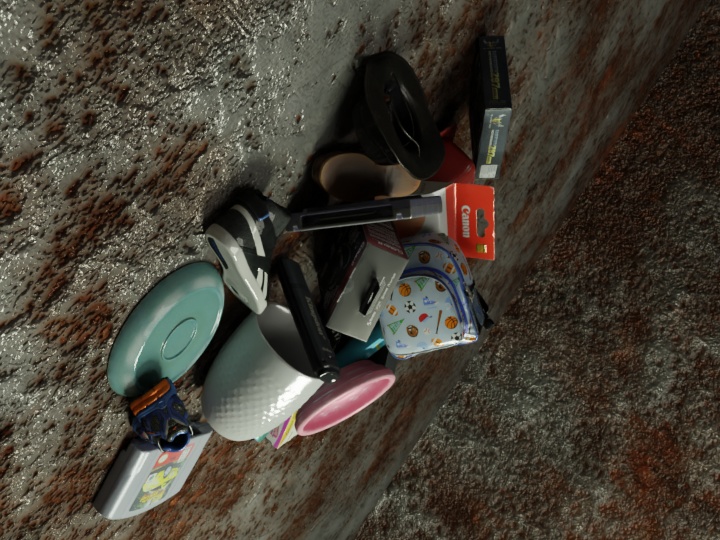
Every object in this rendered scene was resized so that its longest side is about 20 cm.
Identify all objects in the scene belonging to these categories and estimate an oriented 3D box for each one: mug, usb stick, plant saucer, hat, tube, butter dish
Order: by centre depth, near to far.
[{"bbox_3d":[-0.239,0.083,1.081,0.200,0.027,0.201,-48,160,-23],"label":"plant saucer"},{"bbox_3d":[0.037,-0.203,1.181,0.080,0.204,0.200,-22,179,30],"label":"hat"},{"bbox_3d":[-0.078,0.068,1.219,0.032,0.203,0.055,-30,150,12],"label":"usb stick"},{"bbox_3d":[-0.149,0.149,1.268,0.176,0.147,0.201,-47,-165,20],"label":"mug"},{"bbox_3d":[-0.034,0.219,1.489,0.198,0.051,0.201,-27,161,-10],"label":"plant saucer"},{"bbox_3d":[-0.031,0.164,1.505,0.199,0.051,0.078,-41,158,-6],"label":"tube"},{"bbox_3d":[0.142,-0.127,1.510,0.199,0.147,0.202,-37,154,-42],"label":"butter dish"}]

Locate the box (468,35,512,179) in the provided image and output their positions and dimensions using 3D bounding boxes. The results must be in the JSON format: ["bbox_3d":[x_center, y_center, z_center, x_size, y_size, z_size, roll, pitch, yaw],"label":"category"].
[{"bbox_3d":[0.226,-0.283,1.488,0.201,0.050,0.161,88,0,-61],"label":"box"}]

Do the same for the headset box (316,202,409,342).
[{"bbox_3d":[0.000,0.000,1.314,0.151,0.076,0.201,-63,-161,19],"label":"headset box"}]

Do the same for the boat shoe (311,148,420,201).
[{"bbox_3d":[0.000,-0.141,1.238,0.197,0.070,0.072,1,111,-45],"label":"boat shoe"}]

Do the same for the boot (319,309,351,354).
[{"bbox_3d":[-0.056,0.094,1.481,0.157,0.079,0.214,-20,140,-61],"label":"boot"}]

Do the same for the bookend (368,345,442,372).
[{"bbox_3d":[0.073,0.129,1.595,0.092,0.196,0.203,21,83,-70],"label":"bookend"}]

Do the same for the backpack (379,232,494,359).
[{"bbox_3d":[0.103,0.040,1.401,0.196,0.195,0.154,-15,-173,15],"label":"backpack"}]

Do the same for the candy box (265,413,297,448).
[{"bbox_3d":[-0.105,0.241,1.632,0.199,0.060,0.138,-23,143,-58],"label":"candy box"}]

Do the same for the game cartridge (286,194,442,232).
[{"bbox_3d":[0.006,-0.083,1.202,0.129,0.196,0.039,-24,107,-62],"label":"game cartridge"}]

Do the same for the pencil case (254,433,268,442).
[{"bbox_3d":[-0.131,0.180,1.378,0.200,0.093,0.085,-46,146,4],"label":"pencil case"}]

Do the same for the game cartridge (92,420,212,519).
[{"bbox_3d":[-0.306,0.298,1.258,0.134,0.041,0.199,-56,162,12],"label":"game cartridge"}]

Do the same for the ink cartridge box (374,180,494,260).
[{"bbox_3d":[0.126,-0.072,1.428,0.051,0.196,0.164,-65,156,-44],"label":"ink cartridge box"}]

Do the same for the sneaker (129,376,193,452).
[{"bbox_3d":[-0.259,0.208,1.118,0.075,0.079,0.201,-32,167,-16],"label":"sneaker"}]

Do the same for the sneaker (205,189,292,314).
[{"bbox_3d":[-0.128,-0.027,1.105,0.112,0.073,0.201,-48,159,-19],"label":"sneaker"}]
